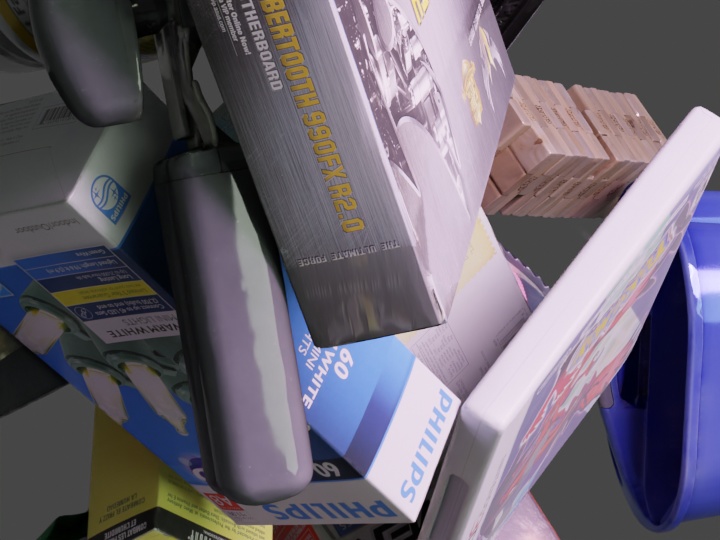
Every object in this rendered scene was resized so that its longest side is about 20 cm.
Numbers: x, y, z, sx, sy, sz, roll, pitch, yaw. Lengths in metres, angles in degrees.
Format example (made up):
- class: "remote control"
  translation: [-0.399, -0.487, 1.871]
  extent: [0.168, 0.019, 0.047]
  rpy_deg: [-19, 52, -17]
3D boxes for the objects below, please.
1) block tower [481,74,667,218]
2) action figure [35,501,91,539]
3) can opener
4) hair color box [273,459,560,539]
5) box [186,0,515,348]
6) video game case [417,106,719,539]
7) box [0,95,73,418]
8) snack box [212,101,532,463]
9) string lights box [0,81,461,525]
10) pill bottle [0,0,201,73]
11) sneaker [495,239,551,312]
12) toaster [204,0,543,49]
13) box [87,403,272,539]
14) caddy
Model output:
- class: "block tower"
  translation: [0.107, -0.065, 1.111]
  extent: [0.200, 0.058, 0.054]
  rpy_deg: [-2, 57, -60]
- class: "action figure"
  translation: [-0.114, 0.149, 0.903]
  extent: [0.199, 0.054, 0.119]
  rpy_deg: [-23, 94, -45]
- class: "can opener"
  translation: [-0.065, -0.021, 0.666]
  extent: [0.066, 0.053, 0.202]
  rpy_deg: [-10, 92, -14]
- class: "hair color box"
  translation: [0.047, 0.165, 0.980]
  extent: [0.110, 0.064, 0.201]
  rpy_deg: [-25, 75, -27]
- class: "box"
  translation: [0.000, -0.092, 0.707]
  extent: [0.200, 0.048, 0.159]
  rpy_deg: [-69, 142, -60]
- class: "video game case"
  translation: [0.089, 0.046, 0.912]
  extent: [0.023, 0.183, 0.200]
  rpy_deg: [32, 56, 13]
- class: "box"
  translation: [-0.177, 0.006, 0.807]
  extent: [0.199, 0.122, 0.107]
  rpy_deg: [-26, 105, -43]
- class: "snack box"
  translation: [0.000, 0.000, 0.870]
  extent: [0.116, 0.037, 0.201]
  rpy_deg: [-43, 129, -19]
- class: "string lights box"
  translation: [-0.063, 0.018, 0.762]
  extent: [0.200, 0.102, 0.059]
  rpy_deg: [45, 54, -33]
- class: "pill bottle"
  translation: [-0.094, -0.145, 0.855]
  extent: [0.114, 0.199, 0.115]
  rpy_deg: [6, 81, -44]
- class: "sneaker"
  translation: [0.046, 0.017, 1.088]
  extent: [0.200, 0.070, 0.082]
  rpy_deg: [40, 84, -38]
- class: "toaster"
  translation: [0.011, -0.167, 0.964]
  extent: [0.199, 0.181, 0.119]
  rpy_deg: [-16, 62, -44]
- class: "box"
  translation: [-0.078, 0.044, 0.914]
  extent: [0.075, 0.050, 0.201]
  rpy_deg: [30, 47, -40]
- class: "caddy"
  translation: [0.180, 0.047, 1.138]
  extent: [0.104, 0.141, 0.202]
  rpy_deg: [-4, 110, -10]
